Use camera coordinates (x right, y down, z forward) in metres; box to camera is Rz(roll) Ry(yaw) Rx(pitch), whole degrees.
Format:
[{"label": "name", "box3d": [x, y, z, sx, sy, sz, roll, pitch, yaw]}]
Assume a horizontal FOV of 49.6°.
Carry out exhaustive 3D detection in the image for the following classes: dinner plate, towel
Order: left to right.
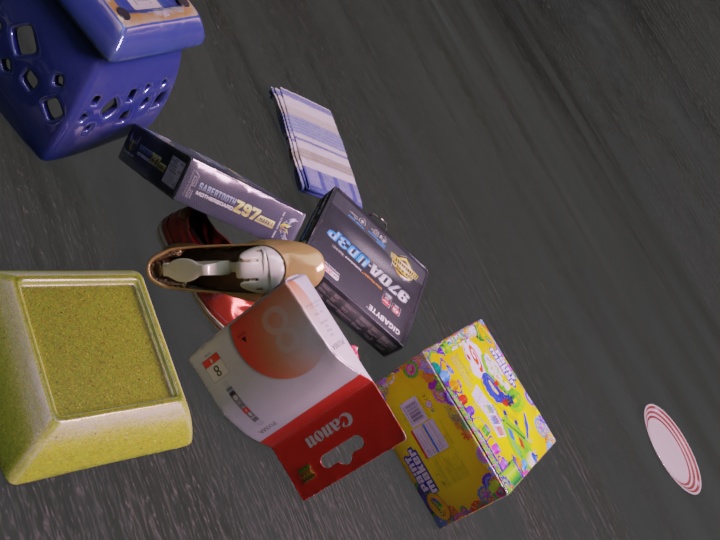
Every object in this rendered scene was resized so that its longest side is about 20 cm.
[{"label": "towel", "box3d": [-0.072, -0.195, 1.252, 0.146, 0.024, 0.203, 12, 53, -50]}, {"label": "dinner plate", "box3d": [0.656, 0.381, 1.656, 0.199, 0.024, 0.202, 34, 37, -30]}]

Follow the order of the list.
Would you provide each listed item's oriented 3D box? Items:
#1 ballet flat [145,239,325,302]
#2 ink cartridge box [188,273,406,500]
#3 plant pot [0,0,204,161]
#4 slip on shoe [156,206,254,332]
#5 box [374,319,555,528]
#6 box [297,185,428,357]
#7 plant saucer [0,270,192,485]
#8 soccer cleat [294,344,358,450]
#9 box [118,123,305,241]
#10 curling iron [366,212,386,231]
[{"label": "ballet flat", "box3d": [-0.137, 0.003, 0.834, 0.063, 0.196, 0.070, -12, 99, -76]}, {"label": "ink cartridge box", "box3d": [-0.070, 0.131, 0.811, 0.202, 0.161, 0.050, 58, 27, 7]}, {"label": "plant pot", "box3d": [-0.306, -0.271, 0.869, 0.201, 0.179, 0.200, 51, 31, -2]}, {"label": "slip on shoe", "box3d": [-0.158, 0.011, 0.907, 0.201, 0.061, 0.074, 55, 30, -1]}, {"label": "box", "box3d": [0.137, 0.199, 1.055, 0.192, 0.122, 0.202, -16, 72, -56]}, {"label": "box", "box3d": [0.000, 0.000, 1.115, 0.200, 0.046, 0.160, 42, 43, -17]}, {"label": "plant saucer", "box3d": [-0.253, 0.077, 0.730, 0.198, 0.048, 0.202, 0, 59, -53]}, {"label": "soccer cleat", "box3d": [-0.046, 0.143, 0.938, 0.066, 0.078, 0.200, 18, 19, 0]}, {"label": "box", "box3d": [-0.174, -0.099, 0.900, 0.156, 0.052, 0.199, 25, 5, -38]}, {"label": "curling iron", "box3d": [0.043, -0.006, 1.216, 0.049, 0.025, 0.203, 10, 52, -44]}]
